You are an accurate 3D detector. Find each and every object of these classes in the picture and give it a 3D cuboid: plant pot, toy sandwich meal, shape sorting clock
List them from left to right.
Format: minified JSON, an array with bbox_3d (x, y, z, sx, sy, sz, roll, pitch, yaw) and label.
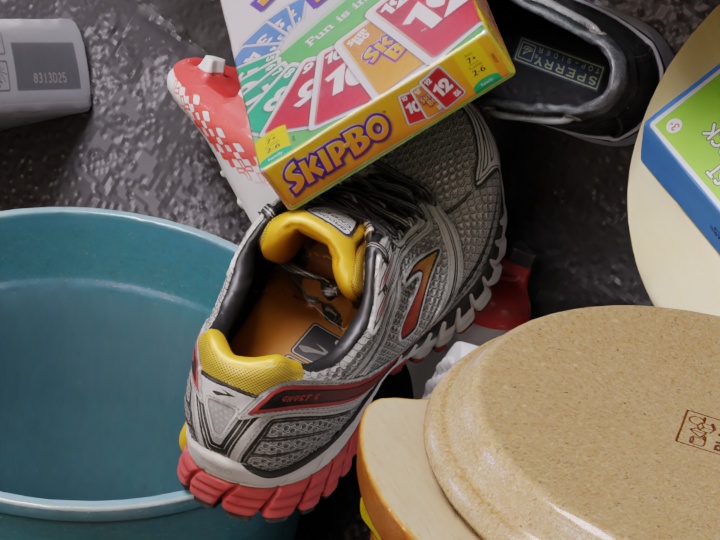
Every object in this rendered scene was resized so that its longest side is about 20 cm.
[{"bbox_3d":[-0.118,0.107,1.149,0.200,0.200,0.188,26,127,28],"label":"plant pot"},{"bbox_3d":[0.102,0.084,0.932,0.205,0.205,0.070,28,122,27],"label":"toy sandwich meal"},{"bbox_3d":[0.192,-0.040,1.051,0.199,0.039,0.201,-12,59,20],"label":"shape sorting clock"}]

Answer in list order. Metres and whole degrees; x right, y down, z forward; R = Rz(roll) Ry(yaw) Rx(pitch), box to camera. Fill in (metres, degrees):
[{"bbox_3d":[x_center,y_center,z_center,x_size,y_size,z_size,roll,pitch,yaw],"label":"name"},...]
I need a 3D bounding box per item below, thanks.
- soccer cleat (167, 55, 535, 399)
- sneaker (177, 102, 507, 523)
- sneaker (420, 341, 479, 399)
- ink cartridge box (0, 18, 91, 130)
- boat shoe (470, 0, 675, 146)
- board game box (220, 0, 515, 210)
[{"bbox_3d":[-0.015,-0.017,1.176,0.200,0.069,0.085,38,114,25],"label":"soccer cleat"},{"bbox_3d":[0.000,0.000,1.054,0.078,0.200,0.082,19,139,15],"label":"sneaker"},{"bbox_3d":[0.048,0.116,1.004,0.079,0.079,0.200,121,163,-45],"label":"sneaker"},{"bbox_3d":[-0.242,-0.071,1.250,0.199,0.162,0.050,-7,91,28],"label":"ink cartridge box"},{"bbox_3d":[0.027,-0.096,1.153,0.199,0.068,0.074,26,100,28],"label":"boat shoe"},{"bbox_3d":[-0.004,-0.101,1.089,0.095,0.200,0.030,-31,118,9],"label":"board game box"}]
